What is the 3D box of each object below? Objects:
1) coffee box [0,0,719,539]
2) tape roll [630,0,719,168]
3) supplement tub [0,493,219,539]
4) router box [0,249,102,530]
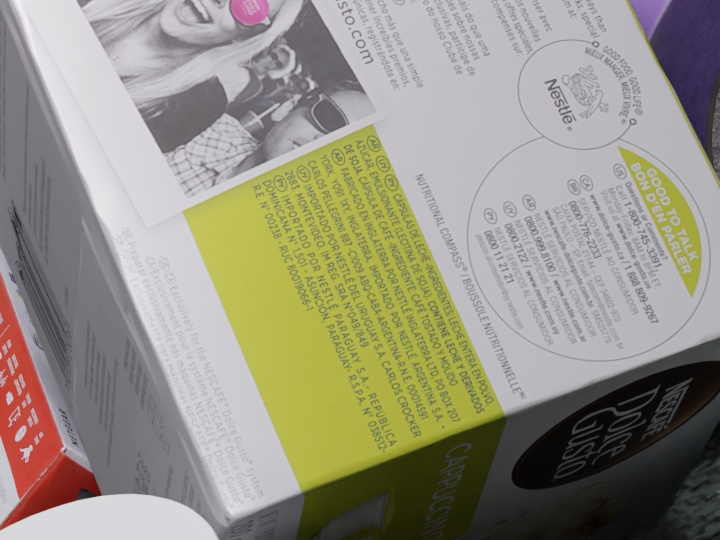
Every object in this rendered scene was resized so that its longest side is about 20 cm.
[{"bbox_3d":[0.000,0.000,1.013,0.197,0.200,0.201,-20,70,-15],"label":"coffee box"},{"bbox_3d":[0.174,-0.076,1.102,0.199,0.201,0.085,-29,32,-4],"label":"tape roll"},{"bbox_3d":[-0.055,0.181,0.891,0.144,0.201,0.145,-19,31,12],"label":"supplement tub"},{"bbox_3d":[-0.173,0.102,1.180,0.180,0.049,0.200,-50,29,9],"label":"router box"}]
